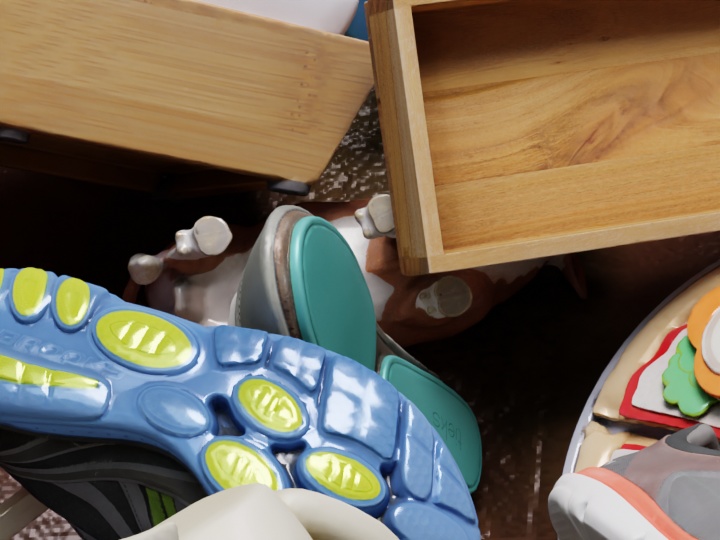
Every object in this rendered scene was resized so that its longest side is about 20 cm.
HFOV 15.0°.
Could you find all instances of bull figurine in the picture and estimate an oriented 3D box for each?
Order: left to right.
[{"bbox_3d":[0.000,0.000,1.044,0.199,0.121,0.066,-15,85,10],"label":"bull figurine"}]

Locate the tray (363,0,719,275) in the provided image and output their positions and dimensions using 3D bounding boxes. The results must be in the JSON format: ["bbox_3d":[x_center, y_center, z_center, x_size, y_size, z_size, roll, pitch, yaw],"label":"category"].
[{"bbox_3d":[0.105,-0.061,0.985,0.199,0.099,0.037,-8,1,-17],"label":"tray"}]

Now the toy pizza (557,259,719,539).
[{"bbox_3d":[0.154,0.066,0.938,0.199,0.032,0.201,-17,54,24],"label":"toy pizza"}]

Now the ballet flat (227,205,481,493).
[{"bbox_3d":[-0.015,0.040,0.943,0.063,0.200,0.068,-5,64,20],"label":"ballet flat"}]

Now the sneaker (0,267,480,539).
[{"bbox_3d":[-0.049,0.059,0.867,0.199,0.083,0.071,20,62,20],"label":"sneaker"}]

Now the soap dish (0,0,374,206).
[{"bbox_3d":[-0.097,-0.077,1.061,0.156,0.200,0.082,10,85,-21],"label":"soap dish"}]

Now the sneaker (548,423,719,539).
[{"bbox_3d":[0.142,0.097,0.851,0.082,0.077,0.200,-33,39,-18],"label":"sneaker"}]

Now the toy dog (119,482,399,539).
[{"bbox_3d":[-0.051,0.172,0.754,0.193,0.201,0.139,-17,-2,-44],"label":"toy dog"}]

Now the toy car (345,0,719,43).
[{"bbox_3d":[0.072,-0.117,1.082,0.199,0.176,0.150,14,55,25],"label":"toy car"}]

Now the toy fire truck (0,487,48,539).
[{"bbox_3d":[-0.168,0.109,0.960,0.200,0.049,0.141,-41,15,-25],"label":"toy fire truck"}]
